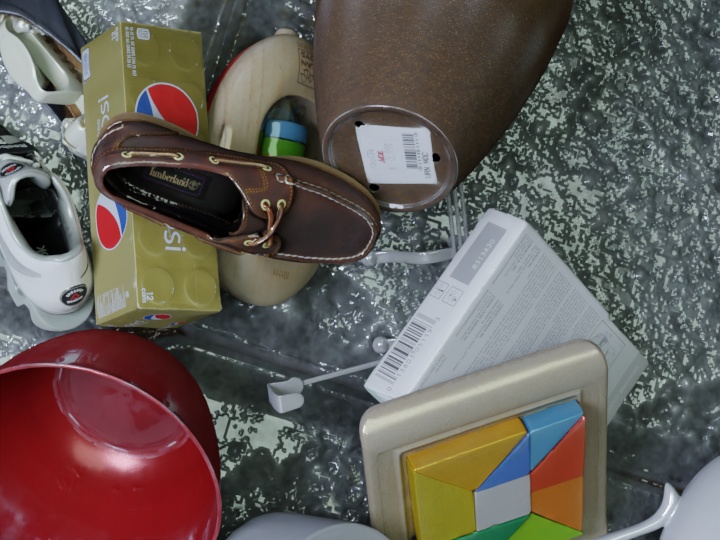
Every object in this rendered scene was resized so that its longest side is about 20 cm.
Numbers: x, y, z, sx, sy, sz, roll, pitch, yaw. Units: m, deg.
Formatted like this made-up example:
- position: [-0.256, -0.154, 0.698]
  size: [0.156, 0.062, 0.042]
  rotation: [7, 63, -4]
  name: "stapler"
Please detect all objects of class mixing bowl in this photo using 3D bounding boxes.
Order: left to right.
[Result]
- position: [-0.177, 0.116, 1.307]
  size: [0.199, 0.109, 0.201]
  rotation: [7, 123, 10]
  name: "mixing bowl"

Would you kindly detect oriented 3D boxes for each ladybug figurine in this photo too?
- position: [-0.073, -0.075, 1.370]
  size: [0.135, 0.072, 0.202]
  rotation: [18, 80, -48]
  name: "ladybug figurine"

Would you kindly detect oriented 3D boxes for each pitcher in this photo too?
- position: [0.247, 0.215, 1.399]
  size: [0.171, 0.121, 0.201]
  rotation: [35, 91, -2]
  name: "pitcher"

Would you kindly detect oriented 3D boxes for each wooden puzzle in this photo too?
- position: [0.095, 0.157, 1.359]
  size: [0.184, 0.037, 0.201]
  rotation: [-17, 129, -11]
  name: "wooden puzzle"

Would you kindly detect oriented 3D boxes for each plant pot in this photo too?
- position: [0.042, -0.141, 1.311]
  size: [0.186, 0.187, 0.201]
  rotation: [25, 45, -7]
  name: "plant pot"

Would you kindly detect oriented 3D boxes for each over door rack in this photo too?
- position: [0.000, 0.000, 1.365]
  size: [0.199, 0.066, 0.149]
  rotation: [-17, 106, -33]
  name: "over door rack"

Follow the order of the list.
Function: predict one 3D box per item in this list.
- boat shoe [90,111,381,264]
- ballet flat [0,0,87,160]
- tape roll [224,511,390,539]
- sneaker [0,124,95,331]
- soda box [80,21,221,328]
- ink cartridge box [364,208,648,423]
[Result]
- position: [-0.080, -0.042, 1.232]
  size: [0.199, 0.070, 0.071]
  rotation: [14, 113, -12]
  name: "boat shoe"
- position: [-0.204, -0.122, 1.362]
  size: [0.073, 0.073, 0.200]
  rotation: [-39, 90, -11]
  name: "ballet flat"
- position: [-0.041, 0.270, 1.306]
  size: [0.200, 0.066, 0.202]
  rotation: [-7, 98, -50]
  name: "tape roll"
- position: [-0.242, -0.060, 1.319]
  size: [0.074, 0.089, 0.200]
  rotation: [-28, 66, -27]
  name: "sneaker"
- position: [-0.145, -0.063, 1.301]
  size: [0.067, 0.064, 0.202]
  rotation: [3, 77, -35]
  name: "soda box"
- position: [0.112, 0.075, 1.396]
  size: [0.161, 0.050, 0.200]
  rotation: [-54, 133, -9]
  name: "ink cartridge box"
